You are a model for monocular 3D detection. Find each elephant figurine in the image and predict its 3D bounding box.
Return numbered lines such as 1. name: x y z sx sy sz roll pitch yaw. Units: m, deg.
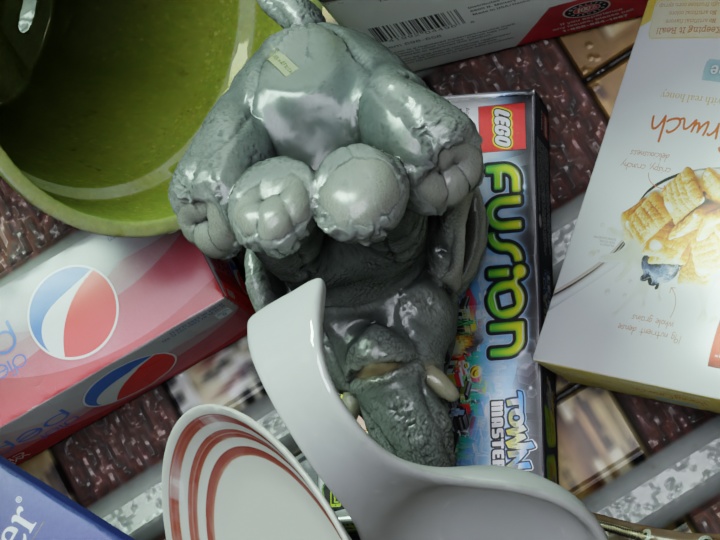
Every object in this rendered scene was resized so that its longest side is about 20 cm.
1. elephant figurine: 0.000 0.000 1.216 0.141 0.200 0.155 19 60 33

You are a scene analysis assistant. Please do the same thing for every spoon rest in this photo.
1. spoon rest: 0.026 0.093 1.148 0.099 0.200 0.061 -31 28 26

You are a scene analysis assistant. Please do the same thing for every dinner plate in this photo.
1. dinner plate: -0.029 0.150 1.200 0.024 0.200 0.201 -21 68 -26

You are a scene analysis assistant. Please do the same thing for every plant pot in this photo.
1. plant pot: -0.150 -0.125 1.276 0.184 0.200 0.201 12 78 51

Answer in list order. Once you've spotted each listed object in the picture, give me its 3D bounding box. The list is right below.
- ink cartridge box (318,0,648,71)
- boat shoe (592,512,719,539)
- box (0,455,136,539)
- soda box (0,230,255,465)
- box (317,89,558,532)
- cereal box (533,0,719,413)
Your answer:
1. ink cartridge box: 0.045 -0.169 1.232 0.144 0.200 0.084 -13 74 12
2. boat shoe: 0.179 0.129 1.189 0.202 0.075 0.075 -1 77 16
3. box: -0.186 0.143 1.248 0.200 0.032 0.121 30 90 14
4. soda box: -0.152 0.042 1.306 0.200 0.070 0.064 -30 73 7
5. box: 0.035 0.019 1.278 0.110 0.035 0.201 -5 76 14
6. cereal box: 0.171 -0.036 1.218 0.144 0.039 0.201 10 76 38
